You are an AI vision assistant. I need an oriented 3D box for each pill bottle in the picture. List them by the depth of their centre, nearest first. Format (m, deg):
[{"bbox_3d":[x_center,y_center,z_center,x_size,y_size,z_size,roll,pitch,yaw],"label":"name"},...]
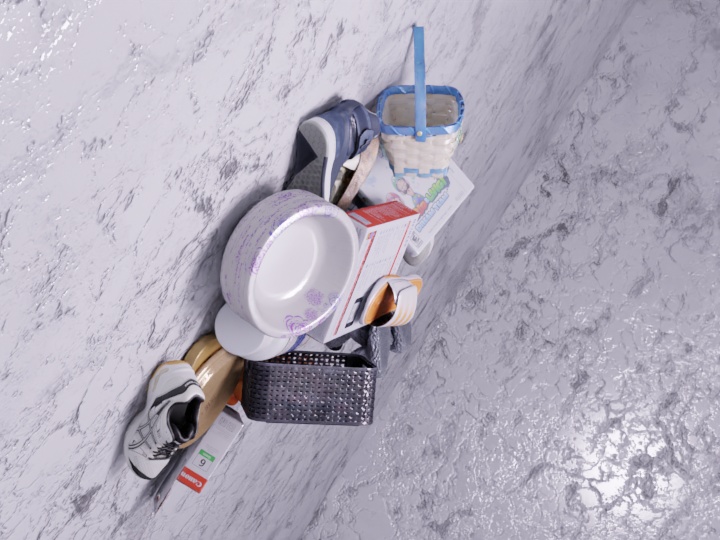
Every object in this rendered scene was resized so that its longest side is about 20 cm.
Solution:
[{"bbox_3d":[-0.146,0.078,1.582,0.111,0.111,0.200,-60,167,10],"label":"pill bottle"}]

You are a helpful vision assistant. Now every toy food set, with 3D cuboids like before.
[{"bbox_3d":[-0.251,0.193,1.593,0.199,0.048,0.200,-58,168,-2],"label":"toy food set"}]

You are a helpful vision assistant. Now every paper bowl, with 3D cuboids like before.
[{"bbox_3d":[-0.107,-0.015,1.434,0.200,0.104,0.202,-24,128,-35],"label":"paper bowl"}]

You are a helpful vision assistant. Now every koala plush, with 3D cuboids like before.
[{"bbox_3d":[-0.029,0.082,1.897,0.177,0.199,0.185,-36,124,-58],"label":"koala plush"}]

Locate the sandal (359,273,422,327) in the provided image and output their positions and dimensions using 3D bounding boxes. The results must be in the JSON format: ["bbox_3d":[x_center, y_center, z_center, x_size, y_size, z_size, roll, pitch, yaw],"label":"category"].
[{"bbox_3d":[0.069,0.048,1.661,0.206,0.059,0.080,-18,134,-61],"label":"sandal"}]

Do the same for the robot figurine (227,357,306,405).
[{"bbox_3d":[-0.160,0.191,1.780,0.200,0.143,0.117,78,29,-72],"label":"robot figurine"}]

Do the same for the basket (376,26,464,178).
[{"bbox_3d":[0.094,-0.260,1.619,0.177,0.138,0.201,-84,168,-52],"label":"basket"}]

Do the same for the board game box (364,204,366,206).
[{"bbox_3d":[0.056,-0.139,1.888,0.200,0.047,0.152,33,70,-78],"label":"board game box"}]

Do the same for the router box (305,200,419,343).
[{"bbox_3d":[0.000,0.000,1.595,0.179,0.049,0.201,-18,134,-60],"label":"router box"}]

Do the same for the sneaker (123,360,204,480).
[{"bbox_3d":[-0.275,0.228,1.454,0.075,0.088,0.201,-2,124,-40],"label":"sneaker"}]

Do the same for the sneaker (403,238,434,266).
[{"bbox_3d":[0.080,-0.078,1.811,0.092,0.075,0.201,-55,150,-42],"label":"sneaker"}]

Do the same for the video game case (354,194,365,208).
[{"bbox_3d":[0.014,-0.101,1.889,0.200,0.019,0.144,43,61,-76],"label":"video game case"}]

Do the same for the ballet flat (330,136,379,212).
[{"bbox_3d":[-0.032,-0.142,1.599,0.067,0.068,0.201,24,89,-52],"label":"ballet flat"}]

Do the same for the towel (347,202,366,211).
[{"bbox_3d":[-0.021,-0.010,1.717,0.166,0.086,0.200,-47,159,-6],"label":"towel"}]

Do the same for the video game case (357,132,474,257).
[{"bbox_3d":[0.083,-0.149,1.724,0.200,0.182,0.024,-48,-169,-36],"label":"video game case"}]

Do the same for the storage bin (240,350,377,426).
[{"bbox_3d":[-0.083,0.183,1.633,0.135,0.199,0.094,-158,-107,-76],"label":"storage bin"}]

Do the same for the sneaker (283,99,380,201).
[{"bbox_3d":[-0.039,-0.157,1.514,0.146,0.077,0.203,-42,158,-44],"label":"sneaker"}]

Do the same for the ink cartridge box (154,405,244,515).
[{"bbox_3d":[-0.271,0.319,1.724,0.201,0.050,0.109,-58,-169,-4],"label":"ink cartridge box"}]
